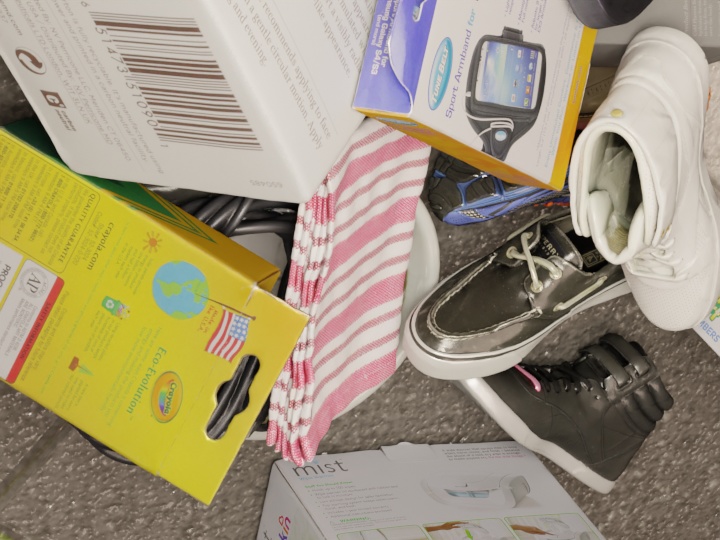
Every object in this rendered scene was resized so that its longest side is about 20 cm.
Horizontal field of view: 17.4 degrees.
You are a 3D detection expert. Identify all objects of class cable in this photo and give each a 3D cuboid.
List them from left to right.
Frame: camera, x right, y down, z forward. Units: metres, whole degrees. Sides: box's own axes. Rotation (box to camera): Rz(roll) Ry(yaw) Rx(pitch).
[{"bbox_3d":[-0.094,0.025,1.364,0.162,0.051,0.201,1,127,-27],"label":"cable"}]

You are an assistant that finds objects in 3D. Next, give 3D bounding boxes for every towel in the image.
[{"bbox_3d":[0.000,0.000,1.365,0.146,0.030,0.201,-42,146,-55],"label":"towel"}]

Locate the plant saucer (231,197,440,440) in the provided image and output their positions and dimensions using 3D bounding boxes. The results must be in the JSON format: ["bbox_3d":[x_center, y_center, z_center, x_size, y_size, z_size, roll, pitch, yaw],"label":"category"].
[{"bbox_3d":[-0.049,0.009,1.447,0.199,0.050,0.201,-15,125,-21],"label":"plant saucer"}]

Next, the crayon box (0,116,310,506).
[{"bbox_3d":[-0.133,0.022,1.275,0.127,0.199,0.051,-60,173,16],"label":"crayon box"}]

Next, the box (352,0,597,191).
[{"bbox_3d":[0.060,-0.121,1.222,0.200,0.041,0.120,20,82,-56],"label":"box"}]

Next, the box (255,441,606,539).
[{"bbox_3d":[0.054,0.200,1.546,0.199,0.177,0.097,-3,121,-28],"label":"box"}]

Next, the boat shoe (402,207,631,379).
[{"bbox_3d":[0.113,-0.002,1.451,0.199,0.071,0.064,-28,151,-19],"label":"boat shoe"}]

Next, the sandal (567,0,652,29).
[{"bbox_3d":[0.173,-0.194,1.305,0.076,0.043,0.200,62,41,-23],"label":"sandal"}]

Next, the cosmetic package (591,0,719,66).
[{"bbox_3d":[0.136,-0.176,1.384,0.199,0.090,0.108,0,85,-25],"label":"cosmetic package"}]

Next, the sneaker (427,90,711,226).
[{"bbox_3d":[0.136,-0.065,1.490,0.199,0.075,0.079,-19,131,-16],"label":"sneaker"}]

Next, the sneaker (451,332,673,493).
[{"bbox_3d":[0.138,0.074,1.585,0.099,0.071,0.200,-51,136,6],"label":"sneaker"}]

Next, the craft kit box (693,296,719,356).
[{"bbox_3d":[0.279,0.051,1.560,0.049,0.200,0.197,-48,130,9],"label":"craft kit box"}]

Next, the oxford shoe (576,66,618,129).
[{"bbox_3d":[0.114,-0.129,1.438,0.199,0.070,0.075,-14,120,-23],"label":"oxford shoe"}]

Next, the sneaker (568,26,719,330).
[{"bbox_3d":[0.158,-0.025,1.348,0.116,0.073,0.201,-54,142,-44],"label":"sneaker"}]

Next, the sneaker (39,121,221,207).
[{"bbox_3d":[-0.148,-0.056,1.338,0.200,0.076,0.091,-37,124,-6],"label":"sneaker"}]

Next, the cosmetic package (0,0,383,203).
[{"bbox_3d":[-0.072,-0.167,1.195,0.200,0.164,0.165,-57,138,-31],"label":"cosmetic package"}]
